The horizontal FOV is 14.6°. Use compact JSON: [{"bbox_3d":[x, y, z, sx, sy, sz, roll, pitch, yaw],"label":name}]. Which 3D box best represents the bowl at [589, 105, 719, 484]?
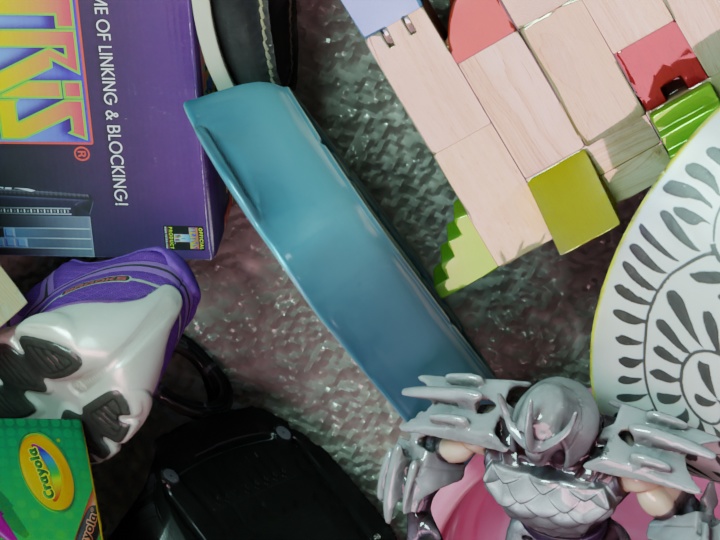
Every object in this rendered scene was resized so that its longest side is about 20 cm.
[{"bbox_3d":[0.189,0.017,1.015,0.201,0.094,0.201,-21,134,-24],"label":"bowl"}]

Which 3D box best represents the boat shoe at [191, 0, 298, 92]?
[{"bbox_3d":[-0.028,-0.147,1.021,0.068,0.072,0.200,7,119,8],"label":"boat shoe"}]

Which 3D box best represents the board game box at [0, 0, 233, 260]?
[{"bbox_3d":[-0.139,-0.102,1.073,0.165,0.057,0.200,1,121,8],"label":"board game box"}]

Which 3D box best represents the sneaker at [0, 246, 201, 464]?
[{"bbox_3d":[-0.125,0.041,1.115,0.200,0.083,0.081,-19,115,49],"label":"sneaker"}]

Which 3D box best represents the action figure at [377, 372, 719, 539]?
[{"bbox_3d":[0.077,0.098,1.040,0.130,0.069,0.200,22,154,23],"label":"action figure"}]

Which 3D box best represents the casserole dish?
[{"bbox_3d":[0.000,0.000,1.061,0.039,0.121,0.200,-34,142,2],"label":"casserole dish"}]

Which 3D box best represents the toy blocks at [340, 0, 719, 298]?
[{"bbox_3d":[0.082,-0.100,1.031,0.200,0.100,0.137,-28,105,10],"label":"toy blocks"}]

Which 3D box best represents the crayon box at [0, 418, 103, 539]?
[{"bbox_3d":[-0.151,0.154,1.076,0.058,0.119,0.200,1,149,-25],"label":"crayon box"}]

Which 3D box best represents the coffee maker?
[{"bbox_3d":[-0.082,0.160,1.182,0.135,0.192,0.200,11,135,-39],"label":"coffee maker"}]

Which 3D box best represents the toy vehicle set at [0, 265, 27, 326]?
[{"bbox_3d":[-0.221,-0.009,1.088,0.200,0.027,0.124,-19,111,52],"label":"toy vehicle set"}]

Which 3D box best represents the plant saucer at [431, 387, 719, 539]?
[{"bbox_3d":[0.118,0.127,1.177,0.200,0.051,0.201,3,120,5],"label":"plant saucer"}]
